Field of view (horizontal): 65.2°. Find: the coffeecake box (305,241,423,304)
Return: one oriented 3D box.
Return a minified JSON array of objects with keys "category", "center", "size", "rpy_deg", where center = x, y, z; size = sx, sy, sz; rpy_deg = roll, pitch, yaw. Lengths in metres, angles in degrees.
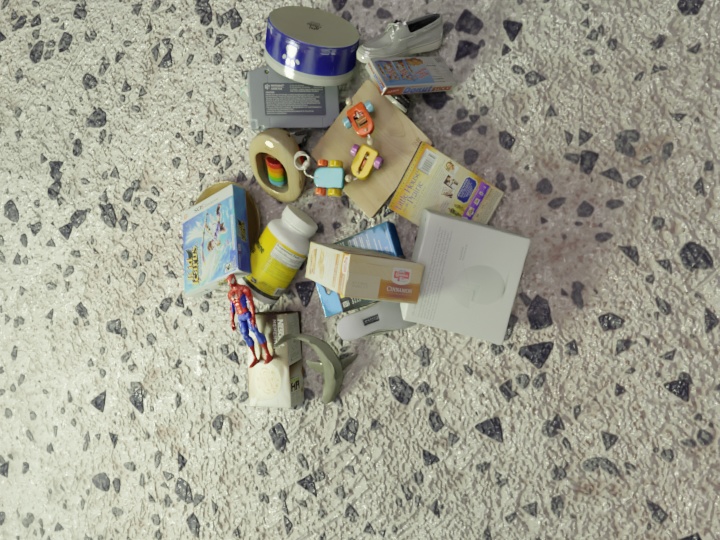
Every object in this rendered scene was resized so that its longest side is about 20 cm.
[{"category":"coffeecake box","center":[0.002,0.001,1.047],"size":[0.149,0.199,0.076],"rpy_deg":[8,95,-26]}]

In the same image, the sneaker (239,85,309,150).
[{"category":"sneaker","center":[-0.205,-0.329,1.276],"size":[0.195,0.077,0.145],"rpy_deg":[21,97,19]}]

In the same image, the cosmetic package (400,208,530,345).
[{"category":"cosmetic package","center":[0.192,0.007,1.078],"size":[0.193,0.123,0.207],"rpy_deg":[14,99,-2]}]

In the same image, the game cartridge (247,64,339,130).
[{"category":"game cartridge","center":[-0.142,-0.371,1.203],"size":[0.192,0.041,0.139],"rpy_deg":[-3,97,-13]}]

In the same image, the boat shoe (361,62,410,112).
[{"category":"boat shoe","center":[0.061,-0.396,1.151],"size":[0.060,0.073,0.203],"rpy_deg":[-41,43,18]}]

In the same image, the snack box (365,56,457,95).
[{"category":"snack box","center":[0.104,-0.386,1.110],"size":[0.074,0.195,0.024],"rpy_deg":[63,143,15]}]

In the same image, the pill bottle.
[{"category":"pill bottle","center":[-0.181,-0.038,1.252],"size":[0.112,0.112,0.203],"rpy_deg":[38,102,15]}]

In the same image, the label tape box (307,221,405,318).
[{"category":"label tape box","center":[0.000,0.000,1.212],"size":[0.194,0.063,0.149],"rpy_deg":[-20,85,18]}]

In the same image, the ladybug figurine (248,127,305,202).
[{"category":"ladybug figurine","center":[-0.175,-0.231,1.227],"size":[0.132,0.202,0.073],"rpy_deg":[25,59,9]}]

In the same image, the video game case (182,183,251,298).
[{"category":"video game case","center":[-0.329,-0.065,1.268],"size":[0.177,0.045,0.207],"rpy_deg":[-21,67,31]}]

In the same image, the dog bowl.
[{"category":"dog bowl","center":[-0.100,-0.468,1.168],"size":[0.197,0.200,0.080],"rpy_deg":[31,133,16]}]

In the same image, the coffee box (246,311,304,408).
[{"category":"coffee box","center":[-0.193,0.198,1.275],"size":[0.110,0.079,0.208],"rpy_deg":[-2,90,19]}]

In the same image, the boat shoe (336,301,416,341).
[{"category":"boat shoe","center":[0.043,0.104,1.196],"size":[0.194,0.066,0.074],"rpy_deg":[-21,87,-3]}]

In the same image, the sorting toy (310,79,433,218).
[{"category":"sorting toy","center":[0.028,-0.253,1.197],"size":[0.200,0.069,0.200],"rpy_deg":[46,104,13]}]

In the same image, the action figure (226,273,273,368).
[{"category":"action figure","center":[-0.244,0.105,1.201],"size":[0.063,0.052,0.207],"rpy_deg":[-14,98,24]}]

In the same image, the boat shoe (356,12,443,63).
[{"category":"boat shoe","center":[0.082,-0.468,1.126],"size":[0.193,0.070,0.073],"rpy_deg":[-16,49,-13]}]

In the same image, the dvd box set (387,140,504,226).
[{"category":"dvd box set","center":[0.169,-0.142,1.129],"size":[0.196,0.029,0.149],"rpy_deg":[28,100,-6]}]

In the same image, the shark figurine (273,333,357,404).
[{"category":"shark figurine","center":[-0.081,0.194,1.194],"size":[0.126,0.090,0.216],"rpy_deg":[-34,116,6]}]

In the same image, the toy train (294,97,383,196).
[{"category":"toy train","center":[-0.032,-0.242,1.151],"size":[0.198,0.056,0.152],"rpy_deg":[-36,82,7]}]

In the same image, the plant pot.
[{"category":"plant pot","center":[-0.320,-0.108,1.347],"size":[0.193,0.027,0.209],"rpy_deg":[0,90,21]}]
